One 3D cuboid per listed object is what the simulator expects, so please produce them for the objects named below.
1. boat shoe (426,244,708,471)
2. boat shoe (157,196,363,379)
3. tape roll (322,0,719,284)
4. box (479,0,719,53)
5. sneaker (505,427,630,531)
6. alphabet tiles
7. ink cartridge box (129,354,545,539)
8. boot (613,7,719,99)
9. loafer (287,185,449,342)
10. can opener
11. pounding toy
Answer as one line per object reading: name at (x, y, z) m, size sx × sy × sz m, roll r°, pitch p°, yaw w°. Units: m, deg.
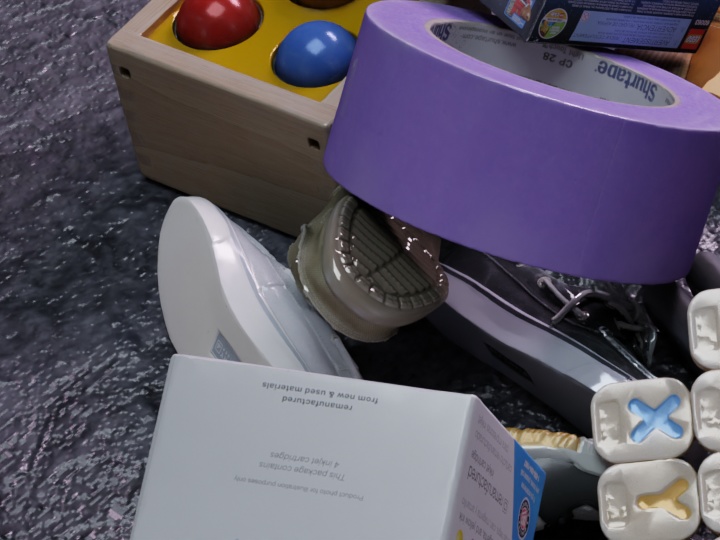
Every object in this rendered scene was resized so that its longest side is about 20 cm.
boat shoe at (0.114, 0.036, 1.453) m, size 0.068 × 0.074 × 0.199 m, roll -46°, pitch 43°, yaw -12°
boat shoe at (-0.047, 0.030, 1.503) m, size 0.068 × 0.072 × 0.200 m, roll 4°, pitch 29°, yaw -32°
tape roll at (0.087, -0.068, 1.461) m, size 0.200 × 0.085 × 0.200 m, roll 16°, pitch 15°, yaw -4°
box at (0.087, -0.190, 1.574) m, size 0.136 × 0.038 × 0.200 m, roll -1°, pitch 35°, yaw -42°
sneaker at (0.050, 0.120, 1.395) m, size 0.200 × 0.076 × 0.088 m, roll 3°, pitch 80°, yaw -1°
alphabet tiles at (0.207, 0.102, 1.335) m, size 0.195 × 0.015 × 0.200 m, roll -5°, pitch 74°, yaw 10°
ink cartridge box at (-0.017, 0.159, 1.253) m, size 0.144 × 0.147 × 0.200 m, roll 7°, pitch 74°, yaw 18°
boot at (0.240, -0.144, 1.604) m, size 0.155 × 0.077 × 0.200 m, roll 14°, pitch 52°, yaw 26°
loafer at (0.000, 0.000, 1.457) m, size 0.068 × 0.076 × 0.200 m, roll -46°, pitch 5°, yaw 15°
can opener at (0.208, 0.065, 1.428) m, size 0.053 × 0.067 × 0.200 m, roll -31°, pitch 35°, yaw -4°
pounding toy at (-0.031, -0.147, 1.619) m, size 0.184 × 0.142 × 0.200 m, roll 22°, pitch 53°, yaw 29°
